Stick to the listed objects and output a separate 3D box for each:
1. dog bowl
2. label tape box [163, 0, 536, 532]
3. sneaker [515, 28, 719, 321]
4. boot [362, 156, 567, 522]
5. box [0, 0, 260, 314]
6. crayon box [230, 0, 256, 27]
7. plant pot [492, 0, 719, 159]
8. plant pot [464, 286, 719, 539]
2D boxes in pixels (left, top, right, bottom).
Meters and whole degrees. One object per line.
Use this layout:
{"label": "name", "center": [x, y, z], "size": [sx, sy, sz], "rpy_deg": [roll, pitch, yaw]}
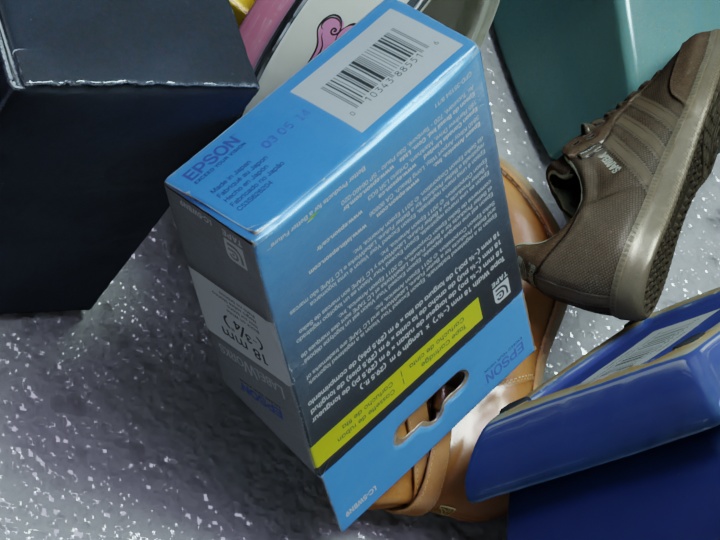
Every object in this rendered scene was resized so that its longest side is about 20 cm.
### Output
{"label": "dog bowl", "center": [-0.010, -0.094, 1.255], "size": [0.074, 0.200, 0.200], "rpy_deg": [32, 47, 10]}
{"label": "label tape box", "center": [0.000, 0.000, 1.155], "size": [0.063, 0.200, 0.144], "rpy_deg": [31, 60, 34]}
{"label": "sneaker", "center": [0.136, -0.060, 1.294], "size": [0.075, 0.071, 0.200], "rpy_deg": [13, 46, 15]}
{"label": "boot", "center": [0.030, 0.030, 1.273], "size": [0.155, 0.077, 0.200], "rpy_deg": [-1, 73, -36]}
{"label": "box", "center": [-0.163, -0.110, 1.157], "size": [0.124, 0.200, 0.197], "rpy_deg": [-1, 61, -32]}
{"label": "crayon box", "center": [-0.067, -0.143, 1.289], "size": [0.052, 0.126, 0.200], "rpy_deg": [40, 48, -3]}
{"label": "plant pot", "center": [0.157, -0.163, 1.438], "size": [0.141, 0.141, 0.200], "rpy_deg": [10, 65, -27]}
{"label": "plant pot", "center": [0.179, 0.108, 1.200], "size": [0.200, 0.200, 0.180], "rpy_deg": [-30, 95, -42]}
